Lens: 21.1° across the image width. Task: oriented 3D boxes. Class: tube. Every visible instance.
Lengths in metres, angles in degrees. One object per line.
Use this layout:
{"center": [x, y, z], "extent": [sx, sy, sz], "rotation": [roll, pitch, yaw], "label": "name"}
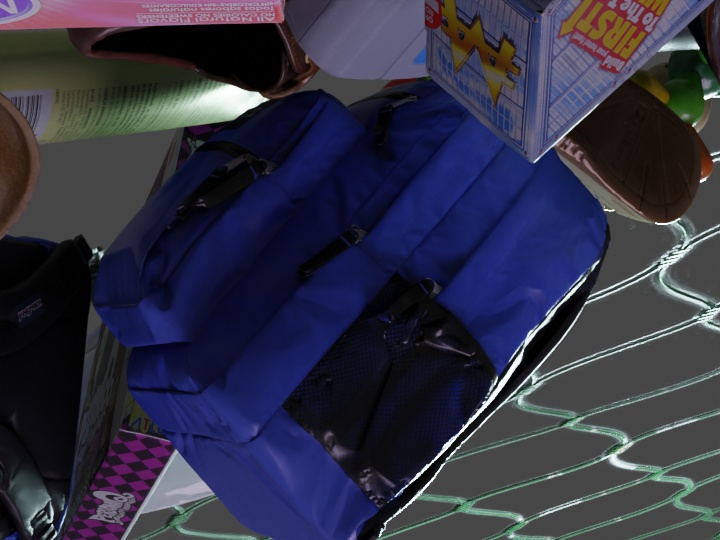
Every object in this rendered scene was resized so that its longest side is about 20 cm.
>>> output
{"center": [-0.109, -0.085, 0.880], "extent": [0.198, 0.052, 0.058], "rotation": [-8, -161, -36], "label": "tube"}

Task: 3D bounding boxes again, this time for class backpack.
{"center": [0.000, 0.000, 0.832], "extent": [0.200, 0.168, 0.162], "rotation": [-43, -163, -16], "label": "backpack"}
{"center": [-0.250, 0.056, 0.920], "extent": [0.166, 0.164, 0.199], "rotation": [-4, 172, 33], "label": "backpack"}

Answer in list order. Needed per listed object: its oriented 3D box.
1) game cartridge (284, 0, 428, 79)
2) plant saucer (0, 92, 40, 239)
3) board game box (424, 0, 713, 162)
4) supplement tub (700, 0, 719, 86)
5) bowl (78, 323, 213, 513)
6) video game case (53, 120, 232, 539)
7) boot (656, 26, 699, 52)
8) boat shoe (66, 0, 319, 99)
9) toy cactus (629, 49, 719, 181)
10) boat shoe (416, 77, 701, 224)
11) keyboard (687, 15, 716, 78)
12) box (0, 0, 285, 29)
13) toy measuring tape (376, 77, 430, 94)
{"center": [0.069, -0.129, 0.752], "extent": [0.199, 0.041, 0.133], "rotation": [-17, 163, -42], "label": "game cartridge"}
{"center": [-0.222, -0.038, 0.729], "extent": [0.198, 0.036, 0.201], "rotation": [-15, 155, -7], "label": "plant saucer"}
{"center": [0.082, -0.143, 0.614], "extent": [0.200, 0.062, 0.200], "rotation": [-50, 147, 5], "label": "board game box"}
{"center": [0.183, -0.100, 0.741], "extent": [0.106, 0.108, 0.200], "rotation": [-23, -171, 13], "label": "supplement tub"}
{"center": [-0.121, 0.079, 1.218], "extent": [0.199, 0.091, 0.201], "rotation": [-17, 160, -6], "label": "bowl"}
{"center": [-0.113, 0.041, 1.008], "extent": [0.035, 0.183, 0.200], "rotation": [15, 151, -11], "label": "video game case"}
{"center": [0.204, -0.098, 0.923], "extent": [0.199, 0.169, 0.076], "rotation": [-25, 177, 16], "label": "boot"}
{"center": [-0.048, -0.102, 0.777], "extent": [0.199, 0.071, 0.070], "rotation": [3, 150, -48], "label": "boat shoe"}
{"center": [0.187, -0.097, 1.059], "extent": [0.198, 0.103, 0.165], "rotation": [-24, 171, -12], "label": "toy cactus"}
{"center": [0.077, -0.087, 0.916], "extent": [0.200, 0.074, 0.062], "rotation": [41, 159, -25], "label": "boat shoe"}
{"center": [0.217, -0.091, 0.865], "extent": [0.104, 0.201, 0.040], "rotation": [-30, 164, 15], "label": "keyboard"}
{"center": [-0.122, -0.136, 0.579], "extent": [0.198, 0.104, 0.095], "rotation": [-2, 157, 0], "label": "box"}
{"center": [0.054, -0.061, 1.046], "extent": [0.073, 0.074, 0.199], "rotation": [-28, 158, 23], "label": "toy measuring tape"}
